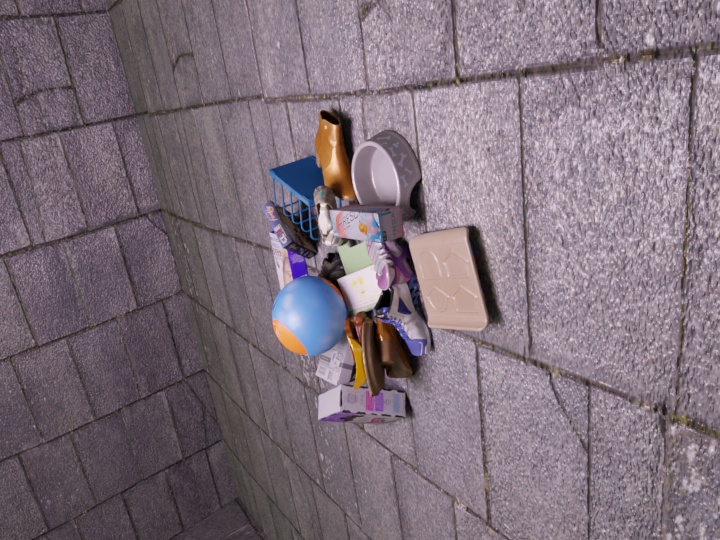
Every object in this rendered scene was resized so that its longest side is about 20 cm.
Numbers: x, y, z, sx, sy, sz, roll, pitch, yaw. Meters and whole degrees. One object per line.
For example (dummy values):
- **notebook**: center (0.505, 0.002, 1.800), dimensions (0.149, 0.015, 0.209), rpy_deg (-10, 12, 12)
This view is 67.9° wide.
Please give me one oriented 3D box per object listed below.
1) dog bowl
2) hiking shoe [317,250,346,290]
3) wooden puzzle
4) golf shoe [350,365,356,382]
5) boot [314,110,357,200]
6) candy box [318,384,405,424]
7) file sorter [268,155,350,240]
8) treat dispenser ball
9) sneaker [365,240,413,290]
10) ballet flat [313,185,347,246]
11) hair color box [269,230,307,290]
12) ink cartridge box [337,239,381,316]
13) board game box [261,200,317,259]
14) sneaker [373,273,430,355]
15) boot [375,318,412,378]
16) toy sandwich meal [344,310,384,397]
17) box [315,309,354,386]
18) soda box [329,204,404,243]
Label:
- **dog bowl**: center (0.051, -0.201, 1.186), dimensions (0.199, 0.058, 0.205), rpy_deg (34, 135, 43)
- **hiking shoe**: center (-0.079, 0.005, 1.511), dimensions (0.199, 0.074, 0.104), rpy_deg (156, 122, -63)
- **wooden puzzle**: center (0.188, 0.018, 1.114), dimensions (0.183, 0.045, 0.206), rpy_deg (-4, 99, 58)
- **golf shoe**: center (-0.015, 0.242, 1.548), dimensions (0.203, 0.092, 0.079), rpy_deg (-60, 25, 26)
- **boot**: center (-0.058, -0.278, 1.278), dimensions (0.203, 0.069, 0.146), rpy_deg (55, 151, 35)
- **candy box**: center (0.002, 0.368, 1.456), dimensions (0.168, 0.194, 0.074), rpy_deg (138, 137, -57)
- **file sorter**: center (-0.128, -0.191, 1.403), dimensions (0.199, 0.136, 0.125), rpy_deg (39, 142, 39)
- **treat dispenser ball**: center (-0.131, 0.117, 1.389), dimensions (0.200, 0.197, 0.206), rpy_deg (34, 135, 43)
- **sneaker**: center (0.069, -0.043, 1.238), dimensions (0.081, 0.086, 0.204), rpy_deg (110, 152, -48)
- **ballet flat**: center (-0.078, -0.110, 1.297), dimensions (0.203, 0.066, 0.077), rpy_deg (76, -162, -48)
- **hair color box**: center (-0.227, -0.027, 1.724), dimensions (0.108, 0.064, 0.206), rpy_deg (17, 123, 52)
- **ink cartridge box**: center (0.000, 0.000, 1.357), dimensions (0.143, 0.047, 0.205), rpy_deg (-20, 91, 42)
- **board game box**: center (-0.201, -0.113, 1.539), dimensions (0.138, 0.034, 0.200), rpy_deg (61, -170, 15)
- **sneaker**: center (0.087, 0.108, 1.254), dimensions (0.080, 0.113, 0.205), rpy_deg (0, 108, 57)
- **boot**: center (0.085, 0.182, 1.346), dimensions (0.202, 0.069, 0.148), rpy_deg (54, -150, -58)
- **toy sandwich meal**: center (0.009, 0.204, 1.305), dimensions (0.205, 0.068, 0.212), rpy_deg (-9, -90, -78)
- **box**: center (-0.057, 0.211, 1.501), dimensions (0.155, 0.040, 0.206), rpy_deg (0, 75, 63)
- **soda box**: center (0.010, -0.106, 1.180), dimensions (0.198, 0.067, 0.066), rpy_deg (12, 115, 56)
